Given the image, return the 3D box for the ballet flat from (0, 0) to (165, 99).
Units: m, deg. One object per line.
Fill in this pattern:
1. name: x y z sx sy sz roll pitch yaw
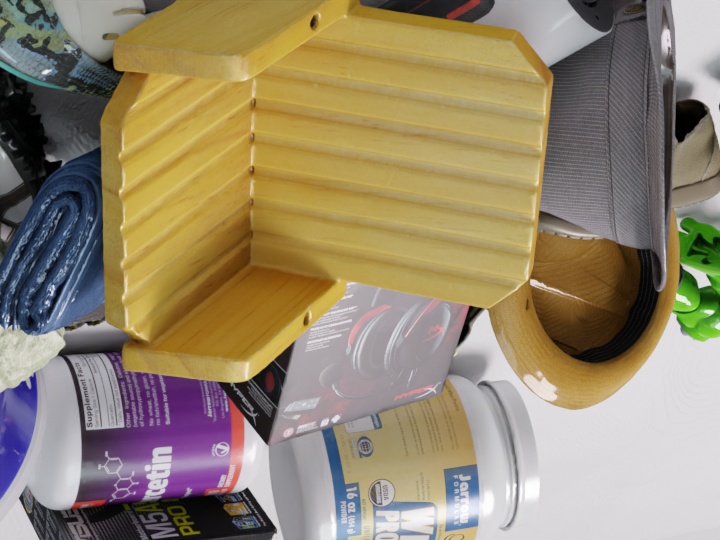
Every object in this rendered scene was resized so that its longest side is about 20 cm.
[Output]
1. ballet flat: -0.129 -0.127 1.116 0.074 0.075 0.200 -25 163 23

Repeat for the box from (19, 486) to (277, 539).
1. box: -0.170 0.179 1.606 0.159 0.200 0.045 -2 113 -22

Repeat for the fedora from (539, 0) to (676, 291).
1. fedora: 0.137 -0.084 1.227 0.089 0.201 0.178 0 127 11

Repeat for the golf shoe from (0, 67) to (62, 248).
1. golf shoe: -0.220 -0.049 1.219 0.094 0.078 0.200 -12 154 -3

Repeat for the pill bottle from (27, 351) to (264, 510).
1. pill bottle: -0.177 0.116 1.548 0.198 0.113 0.113 -4 154 -22

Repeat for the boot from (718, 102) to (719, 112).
1. boot: 0.360 -0.138 1.393 0.200 0.069 0.188 -37 140 27

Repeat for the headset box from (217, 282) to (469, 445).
1. headset box: 0.000 0.000 1.346 0.148 0.075 0.201 -13 135 -34

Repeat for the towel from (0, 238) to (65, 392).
1. towel: -0.256 0.026 1.173 0.148 0.036 0.201 -42 141 -12

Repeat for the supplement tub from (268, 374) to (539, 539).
1. supplement tub: 0.034 0.164 1.725 0.198 0.146 0.145 -8 155 -14

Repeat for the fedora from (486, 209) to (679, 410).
1. fedora: 0.138 -0.003 1.458 0.199 0.203 0.081 10 -178 -43

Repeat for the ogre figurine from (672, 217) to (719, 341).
1. ogre figurine: 0.307 0.006 1.601 0.199 0.099 0.120 -25 144 -4

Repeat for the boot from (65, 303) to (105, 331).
1. boot: -0.127 0.006 1.407 0.172 0.070 0.201 -16 145 4

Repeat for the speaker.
1. speaker: 0.044 -0.125 1.194 0.199 0.082 0.081 -27 152 28

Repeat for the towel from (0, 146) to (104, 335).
1. towel: -0.138 -0.034 1.208 0.112 0.048 0.200 -59 168 23

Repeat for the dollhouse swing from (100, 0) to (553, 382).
1. dollhouse swing: -0.016 -0.038 1.124 0.182 0.175 0.202 -41 143 -48

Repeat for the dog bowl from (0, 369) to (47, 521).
1. dog bowl: -0.301 0.086 1.310 0.198 0.202 0.079 -16 154 4

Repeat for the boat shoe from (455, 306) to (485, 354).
1. boat shoe: 0.050 0.032 1.556 0.071 0.061 0.202 -5 154 -20

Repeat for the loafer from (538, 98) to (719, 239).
1. loafer: 0.163 -0.069 1.362 0.076 0.068 0.199 13 -158 39
